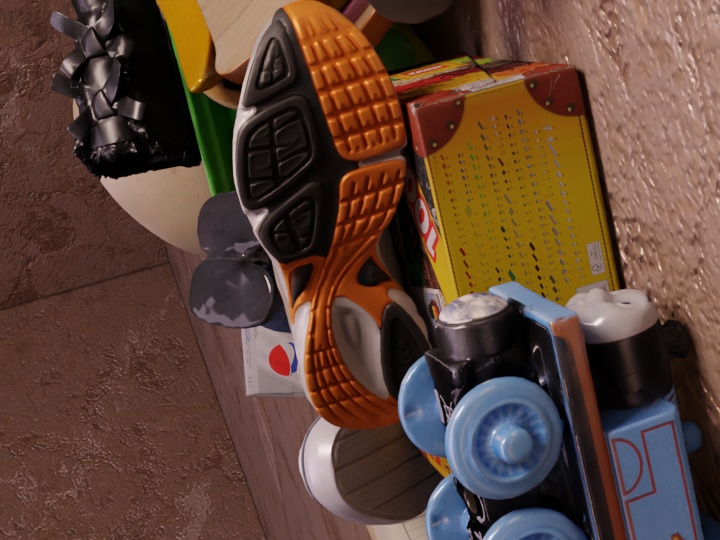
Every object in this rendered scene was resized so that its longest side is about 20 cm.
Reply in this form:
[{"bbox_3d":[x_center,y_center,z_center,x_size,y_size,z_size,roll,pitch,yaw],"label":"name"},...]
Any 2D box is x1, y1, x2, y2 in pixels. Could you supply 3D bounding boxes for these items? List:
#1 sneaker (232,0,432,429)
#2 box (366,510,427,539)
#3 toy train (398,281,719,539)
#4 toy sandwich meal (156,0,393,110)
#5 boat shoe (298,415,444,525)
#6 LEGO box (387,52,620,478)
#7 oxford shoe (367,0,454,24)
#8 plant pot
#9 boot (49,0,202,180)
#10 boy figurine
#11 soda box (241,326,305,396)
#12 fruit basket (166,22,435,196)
[{"bbox_3d":[-0.019,-0.029,0.654,0.092,0.075,0.201,-116,16,-59],"label":"sneaker"},{"bbox_3d":[0.056,0.154,0.892,0.200,0.095,0.078,-117,14,-50],"label":"box"},{"bbox_3d":[0.088,0.097,0.581,0.087,0.114,0.201,-153,47,-71],"label":"toy train"},{"bbox_3d":[-0.047,-0.172,0.751,0.070,0.205,0.206,19,-142,-46],"label":"toy sandwich meal"},{"bbox_3d":[0.012,0.099,0.808,0.200,0.067,0.074,0,-95,-60],"label":"boat shoe"},{"bbox_3d":[0.060,0.004,0.689,0.149,0.077,0.201,-146,41,-73],"label":"LEGO box"},{"bbox_3d":[0.017,-0.210,0.645,0.071,0.071,0.201,-144,50,-81],"label":"oxford shoe"},{"bbox_3d":[-0.089,-0.127,1.055,0.134,0.200,0.201,-43,57,39],"label":"plant pot"},{"bbox_3d":[-0.130,-0.143,0.921,0.198,0.073,0.163,-10,-94,-70],"label":"boot"},{"bbox_3d":[0.000,0.000,0.789,0.064,0.200,0.125,1,85,38],"label":"boy figurine"},{"bbox_3d":[-0.046,0.017,1.105,0.200,0.063,0.069,-81,-10,-63],"label":"soda box"},{"bbox_3d":[-0.027,-0.101,0.855,0.216,0.155,0.217,-13,-90,-83],"label":"fruit basket"}]
